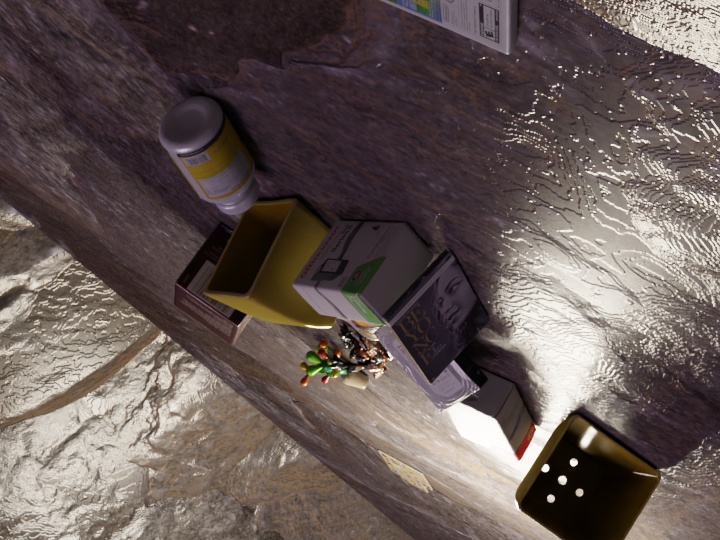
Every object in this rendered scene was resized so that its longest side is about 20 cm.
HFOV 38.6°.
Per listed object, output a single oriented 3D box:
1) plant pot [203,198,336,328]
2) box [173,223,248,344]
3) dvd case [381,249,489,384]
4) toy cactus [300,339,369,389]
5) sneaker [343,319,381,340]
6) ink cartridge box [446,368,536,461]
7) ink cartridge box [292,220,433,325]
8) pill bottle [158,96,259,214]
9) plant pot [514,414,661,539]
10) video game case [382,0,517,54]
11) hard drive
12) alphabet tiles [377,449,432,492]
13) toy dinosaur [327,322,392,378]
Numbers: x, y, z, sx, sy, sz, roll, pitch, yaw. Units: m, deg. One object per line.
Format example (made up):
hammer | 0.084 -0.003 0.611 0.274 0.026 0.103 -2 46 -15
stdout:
plant pot | -0.128 0.008 1.859 0.199 0.196 0.195 34 164 -29
box | -0.290 0.032 2.217 0.165 0.165 0.200 34 162 -1
dvd case | 0.125 0.077 1.645 0.016 0.149 0.200 35 166 42
toy cactus | -0.061 0.246 2.490 0.164 0.103 0.200 26 153 -5
sneaker | -0.030 0.059 2.002 0.198 0.075 0.090 24 152 12
ink cartridge box | 0.248 0.275 2.018 0.147 0.086 0.201 22 156 34
ink cartridge box | 0.000 0.000 1.670 0.084 0.146 0.199 46 158 -28
pill bottle | -0.240 -0.182 1.690 0.111 0.112 0.200 23 158 31
plant pot | 0.401 0.402 1.924 0.199 0.201 0.176 35 172 -2
video game case | 0.069 -0.309 0.991 0.181 0.022 0.200 28 161 19
hard drive | 0.126 0.157 1.889 0.200 0.038 0.140 50 143 1
alphabet tiles | 0.147 0.630 3.187 0.166 0.008 0.200 24 159 30
toy dinosaur | 0.010 0.186 2.210 0.134 0.102 0.201 9 131 20
